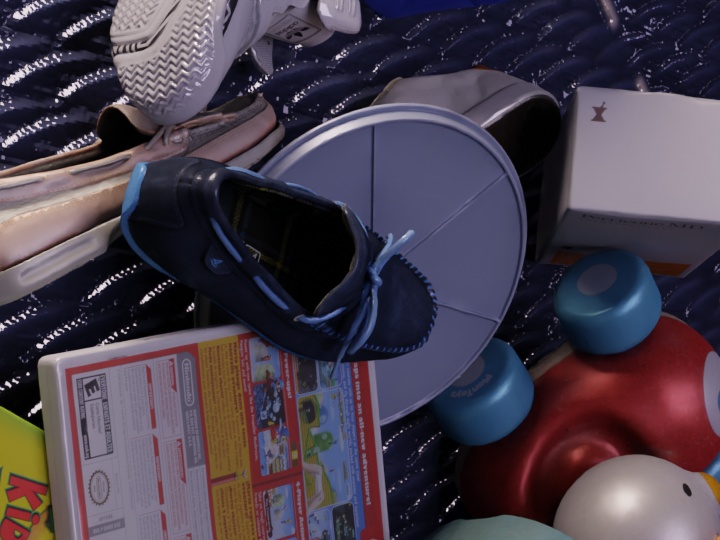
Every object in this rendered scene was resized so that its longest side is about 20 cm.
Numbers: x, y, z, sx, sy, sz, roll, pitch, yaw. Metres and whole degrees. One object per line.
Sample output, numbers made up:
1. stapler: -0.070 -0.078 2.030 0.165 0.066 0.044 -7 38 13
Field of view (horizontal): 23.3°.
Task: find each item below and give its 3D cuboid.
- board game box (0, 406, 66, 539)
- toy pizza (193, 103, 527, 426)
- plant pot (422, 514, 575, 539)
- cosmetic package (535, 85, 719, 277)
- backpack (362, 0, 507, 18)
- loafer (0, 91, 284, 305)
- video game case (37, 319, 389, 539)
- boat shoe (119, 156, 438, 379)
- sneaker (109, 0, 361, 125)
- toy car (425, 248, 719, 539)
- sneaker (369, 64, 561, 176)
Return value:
1. board game box: -0.166 0.124 0.797 0.200 0.047 0.102 38 63 -39
2. toy pizza: 0.000 0.000 0.937 0.199 0.032 0.201 -15 125 -22
3. plant pot: 0.048 0.235 0.878 0.196 0.199 0.202 -44 120 -56
4. cosmetic package: 0.162 -0.047 1.030 0.200 0.101 0.072 81 15 -81
5. backpack: 0.064 -0.259 0.961 0.163 0.167 0.201 60 38 -41
6. loafer: -0.117 -0.051 0.842 0.200 0.072 0.063 -35 106 -38
7. video game case: -0.064 0.098 0.853 0.199 0.017 0.144 -9 96 -44
8. boat shoe: -0.025 0.004 0.832 0.199 0.068 0.085 17 75 -46
9. sneaker: -0.055 -0.129 0.871 0.115 0.075 0.201 44 37 -37
10. toy car: 0.162 0.128 0.998 0.176 0.200 0.185 -34 126 -3
11. sneaker: 0.012 -0.058 0.987 0.199 0.085 0.073 -26 129 -23
